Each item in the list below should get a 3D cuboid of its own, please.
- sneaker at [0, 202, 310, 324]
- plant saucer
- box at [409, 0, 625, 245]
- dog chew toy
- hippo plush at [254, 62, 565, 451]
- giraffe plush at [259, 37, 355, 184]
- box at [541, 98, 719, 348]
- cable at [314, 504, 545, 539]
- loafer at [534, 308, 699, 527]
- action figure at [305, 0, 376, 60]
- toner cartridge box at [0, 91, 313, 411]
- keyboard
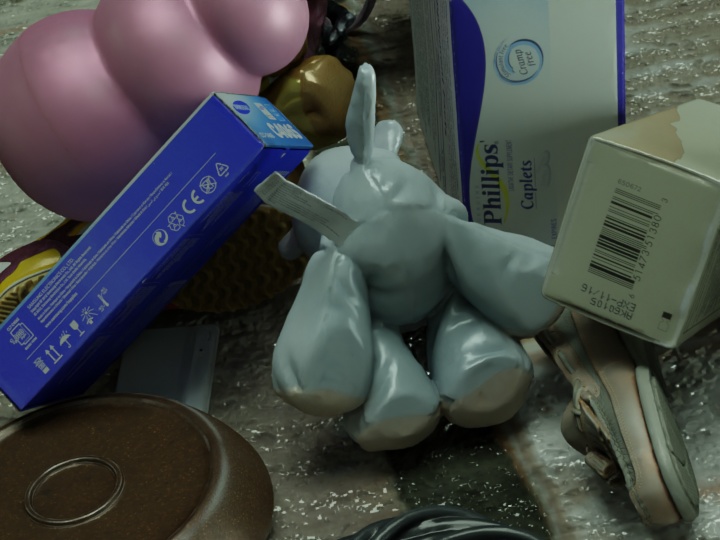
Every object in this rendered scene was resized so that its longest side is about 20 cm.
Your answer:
[{"bbox_3d":[-0.128,-0.013,1.260,0.200,0.075,0.090,-15,31,-9],"label":"sneaker"},{"bbox_3d":[-0.146,0.125,1.095,0.200,0.035,0.200,-9,35,7],"label":"plant saucer"},{"bbox_3d":[0.093,-0.141,1.305,0.105,0.184,0.200,-8,35,-3],"label":"box"},{"bbox_3d":[-0.114,-0.115,1.200,0.200,0.125,0.125,-33,31,16],"label":"dog chew toy"},{"bbox_3d":[0.000,0.000,1.165,0.159,0.200,0.161,-49,21,-2],"label":"hippo plush"},{"bbox_3d":[-0.095,-0.111,1.352,0.200,0.173,0.162,-41,11,23],"label":"giraffe plush"},{"bbox_3d":[0.176,-0.030,1.139,0.078,0.095,0.200,22,17,20],"label":"box"},{"bbox_3d":[0.030,0.189,0.978,0.163,0.051,0.200,-4,32,-2],"label":"cable"},{"bbox_3d":[0.131,0.075,1.105,0.063,0.072,0.200,-21,27,10],"label":"loafer"},{"bbox_3d":[-0.086,-0.222,1.444,0.200,0.134,0.149,34,42,2],"label":"action figure"},{"bbox_3d":[-0.118,-0.011,1.153,0.043,0.200,0.095,45,12,7],"label":"toner cartridge box"},{"bbox_3d":[-0.114,0.093,1.170,0.056,0.011,0.200,-9,34,8],"label":"keyboard"}]
